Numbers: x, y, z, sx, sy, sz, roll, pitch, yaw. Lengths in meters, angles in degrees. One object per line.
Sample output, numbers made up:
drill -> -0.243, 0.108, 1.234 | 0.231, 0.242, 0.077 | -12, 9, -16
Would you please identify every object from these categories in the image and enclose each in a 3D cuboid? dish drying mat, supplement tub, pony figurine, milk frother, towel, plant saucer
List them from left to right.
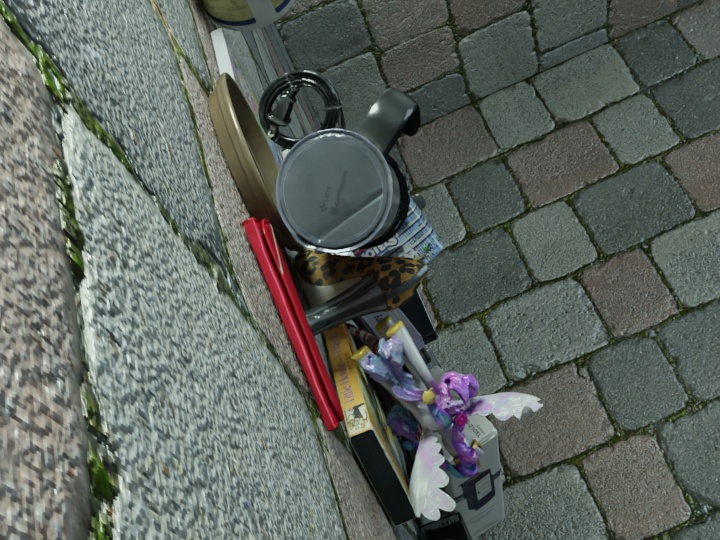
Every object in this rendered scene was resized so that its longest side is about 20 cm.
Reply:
supplement tub -> -0.165, -0.415, 1.086 | 0.200, 0.143, 0.146 | 61, 6, -64
plant saucer -> -0.111, -0.109, 0.915 | 0.200, 0.029, 0.202 | -23, 91, -86
dish drying mat -> -0.058, 0.047, 0.804 | 0.077, 0.018, 0.202 | 14, 53, -87
milk frother -> -0.043, -0.121, 0.916 | 0.188, 0.198, 0.183 | -15, 121, -82
towel -> 0.023, 0.142, 1.127 | 0.145, 0.023, 0.200 | 66, -11, -9
pony figurine -> 0.080, 0.146, 0.907 | 0.201, 0.166, 0.193 | 51, -4, -3

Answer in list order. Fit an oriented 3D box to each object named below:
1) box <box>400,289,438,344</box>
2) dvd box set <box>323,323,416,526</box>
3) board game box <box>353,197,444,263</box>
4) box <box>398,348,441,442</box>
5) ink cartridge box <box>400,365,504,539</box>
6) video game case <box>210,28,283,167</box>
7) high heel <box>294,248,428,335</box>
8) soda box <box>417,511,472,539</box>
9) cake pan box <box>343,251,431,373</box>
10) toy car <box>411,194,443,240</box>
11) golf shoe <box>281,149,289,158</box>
box -> 0.065, 0.065, 1.778 | 0.198, 0.122, 0.202 | 56, 10, -79
dvd box set -> 0.007, 0.164, 0.976 | 0.201, 0.029, 0.147 | -108, 175, -58
board game box -> 0.009, -0.057, 1.454 | 0.200, 0.199, 0.062 | 51, 6, -15
box -> 0.110, 0.236, 1.501 | 0.200, 0.106, 0.150 | 54, 13, -72
ink cartridge box -> 0.122, 0.256, 1.196 | 0.145, 0.084, 0.201 | 47, -23, 44
video game case -> -0.140, -0.201, 1.144 | 0.144, 0.018, 0.201 | -110, 176, -47
high heel -> 0.000, 0.000, 0.975 | 0.200, 0.141, 0.072 | -105, 171, -66
soda box -> 0.124, 0.391, 1.064 | 0.200, 0.063, 0.071 | -103, 170, -68
cake pan box -> 0.016, 0.058, 1.171 | 0.200, 0.052, 0.184 | 50, -3, 21
toy car -> 0.047, -0.052, 1.605 | 0.158, 0.198, 0.166 | 31, 35, -85
golf shoe -> -0.069, -0.123, 1.315 | 0.098, 0.078, 0.200 | 64, 1, 19
